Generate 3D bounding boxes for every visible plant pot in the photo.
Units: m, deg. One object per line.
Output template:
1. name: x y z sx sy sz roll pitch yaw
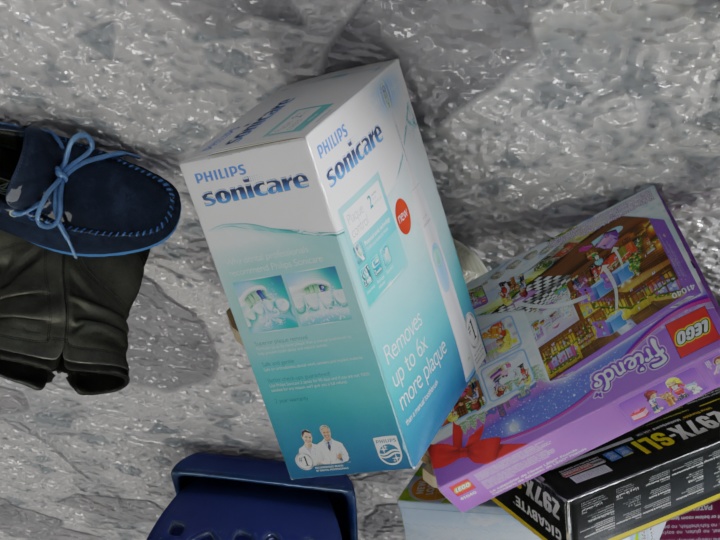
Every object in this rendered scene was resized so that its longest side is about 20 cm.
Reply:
1. plant pot: -0.097 0.284 1.380 0.199 0.180 0.200 6 148 6

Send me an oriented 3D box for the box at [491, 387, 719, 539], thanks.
1. box: 0.176 0.109 0.990 0.199 0.160 0.050 -17 116 -23

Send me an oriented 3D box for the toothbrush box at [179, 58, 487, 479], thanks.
1. toothbrush box: -0.009 -0.003 0.856 0.085 0.146 0.201 -10 108 26

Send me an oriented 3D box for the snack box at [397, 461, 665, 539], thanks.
1. snack box: 0.141 0.146 1.071 0.168 0.200 0.068 0 112 26

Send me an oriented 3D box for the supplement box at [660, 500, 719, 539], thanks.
1. supplement box: 0.268 0.212 1.156 0.103 0.201 0.131 -7 146 25

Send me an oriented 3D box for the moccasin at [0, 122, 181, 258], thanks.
1. moccasin: -0.217 -0.055 0.959 0.199 0.081 0.068 8 160 -1

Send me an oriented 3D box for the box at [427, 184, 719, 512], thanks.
1. box: 0.125 0.048 0.928 0.200 0.137 0.039 -28 137 14

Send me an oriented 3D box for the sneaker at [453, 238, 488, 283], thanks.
1. sneaker: 0.000 0.000 1.020 0.200 0.075 0.084 20 169 -29

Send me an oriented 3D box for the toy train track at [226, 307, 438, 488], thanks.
1. toy train track: -0.019 0.092 1.007 0.200 0.033 0.115 36 160 18

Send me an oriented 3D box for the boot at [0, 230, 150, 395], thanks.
1. boot: -0.247 0.008 1.022 0.199 0.131 0.068 15 147 -11
